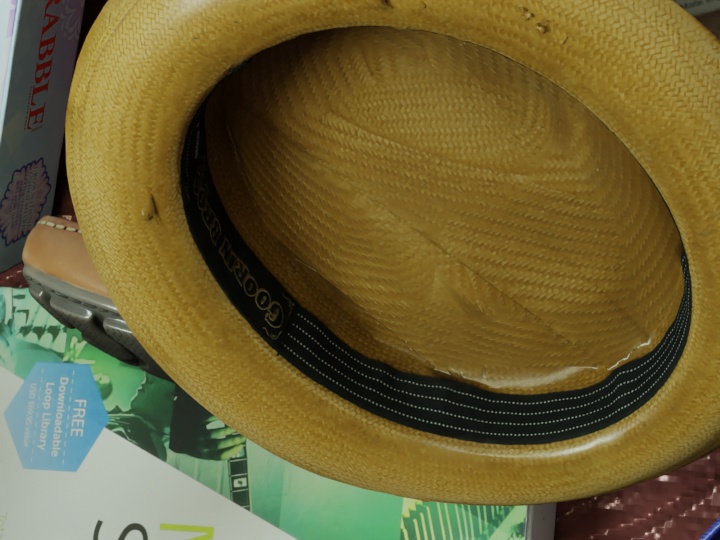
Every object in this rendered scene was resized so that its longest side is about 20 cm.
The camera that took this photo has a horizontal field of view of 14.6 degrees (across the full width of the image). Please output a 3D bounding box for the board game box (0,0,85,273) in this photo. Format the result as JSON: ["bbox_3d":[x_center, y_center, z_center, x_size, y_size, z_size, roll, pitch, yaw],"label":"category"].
[{"bbox_3d":[-0.177,-0.125,0.905,0.199,0.041,0.201,24,118,21],"label":"board game box"}]

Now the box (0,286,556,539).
[{"bbox_3d":[-0.038,0.081,0.865,0.199,0.036,0.145,2,79,18],"label":"box"}]

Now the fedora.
[{"bbox_3d":[0.025,-0.029,0.723,0.199,0.201,0.082,-4,37,18],"label":"fedora"}]

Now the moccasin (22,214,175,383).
[{"bbox_3d":[0.000,0.000,0.813,0.200,0.074,0.078,3,74,19],"label":"moccasin"}]

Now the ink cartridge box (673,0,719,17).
[{"bbox_3d":[0.150,-0.159,0.736,0.199,0.044,0.174,-14,49,33],"label":"ink cartridge box"}]

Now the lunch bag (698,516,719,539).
[{"bbox_3d":[0.155,0.115,0.718,0.199,0.170,0.125,-14,69,17],"label":"lunch bag"}]

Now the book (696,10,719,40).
[{"bbox_3d":[0.138,-0.150,0.802,0.133,0.048,0.201,9,65,44],"label":"book"}]
